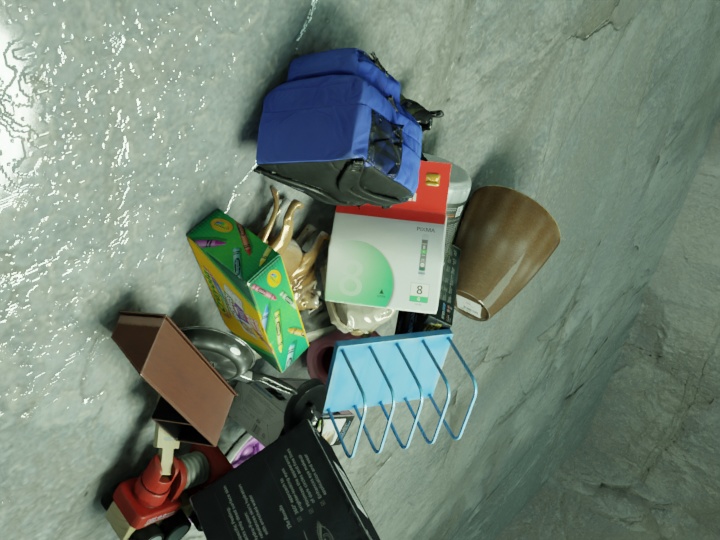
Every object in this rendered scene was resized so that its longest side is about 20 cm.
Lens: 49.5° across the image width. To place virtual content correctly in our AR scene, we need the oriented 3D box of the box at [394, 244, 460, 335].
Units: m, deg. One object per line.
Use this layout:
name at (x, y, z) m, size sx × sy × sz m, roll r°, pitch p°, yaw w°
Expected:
box at (0.111, 0.069, 1.347) m, size 0.202 × 0.045 × 0.160 m, roll -76°, pitch -167°, yaw -48°

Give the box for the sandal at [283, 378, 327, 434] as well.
sandal at (-0.080, 0.244, 1.149) m, size 0.075 × 0.043 × 0.203 m, roll -21°, pitch 133°, yaw -46°

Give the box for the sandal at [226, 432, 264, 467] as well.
sandal at (-0.204, 0.340, 1.278) m, size 0.203 × 0.049 × 0.083 m, roll -46°, pitch 149°, yaw -20°

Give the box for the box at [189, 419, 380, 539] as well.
box at (-0.094, 0.349, 1.047) m, size 0.198 × 0.198 × 0.118 m, roll -32°, pitch 144°, yaw -3°

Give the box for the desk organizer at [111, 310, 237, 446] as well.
desk organizer at (-0.233, 0.138, 0.964) m, size 0.201 × 0.070 × 0.078 m, roll 63°, pitch 36°, yaw -49°

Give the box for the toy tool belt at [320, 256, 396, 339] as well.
toy tool belt at (0.000, 0.000, 1.186) m, size 0.122 × 0.204 × 0.123 m, roll -4°, pitch 163°, yaw -3°

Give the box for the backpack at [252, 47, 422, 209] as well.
backpack at (-0.006, -0.166, 0.968) m, size 0.199 × 0.160 × 0.171 m, roll 25°, pitch 76°, yaw -57°

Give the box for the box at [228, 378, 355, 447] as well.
box at (-0.109, 0.227, 1.248) m, size 0.199 × 0.116 × 0.061 m, roll 17°, pitch 103°, yaw -58°

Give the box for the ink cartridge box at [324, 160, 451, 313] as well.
ink cartridge box at (0.038, -0.051, 1.069) m, size 0.050 × 0.157 × 0.204 m, roll -65°, pitch 161°, yaw -77°

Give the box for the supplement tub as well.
supplement tub at (0.093, -0.073, 1.249) m, size 0.122 × 0.122 × 0.203 m, roll -17°, pitch 132°, yaw -48°

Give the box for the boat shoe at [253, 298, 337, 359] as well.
boat shoe at (-0.117, 0.088, 1.173) m, size 0.198 × 0.058 × 0.067 m, roll -13°, pitch 165°, yaw -47°

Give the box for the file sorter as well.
file sorter at (0.059, 0.189, 1.187) m, size 0.196 × 0.123 × 0.141 m, roll -4°, pitch 128°, yaw -23°

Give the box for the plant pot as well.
plant pot at (0.239, -0.015, 1.423) m, size 0.202 × 0.184 × 0.188 m, roll -57°, pitch 153°, yaw -21°

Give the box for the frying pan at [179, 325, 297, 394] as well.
frying pan at (-0.177, 0.133, 1.043) m, size 0.191 × 0.113 × 0.031 m, roll 54°, pitch 35°, yaw -42°

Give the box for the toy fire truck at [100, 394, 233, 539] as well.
toy fire truck at (-0.251, 0.265, 1.088) m, size 0.175 × 0.129 × 0.202 m, roll -3°, pitch 131°, yaw -55°

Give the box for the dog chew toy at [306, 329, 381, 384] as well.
dog chew toy at (-0.009, 0.148, 1.324) m, size 0.126 × 0.123 × 0.199 m, roll -62°, pitch 159°, yaw 11°

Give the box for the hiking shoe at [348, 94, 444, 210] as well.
hiking shoe at (0.042, -0.149, 1.102) m, size 0.075 × 0.100 × 0.203 m, roll 21°, pitch 92°, yaw -58°

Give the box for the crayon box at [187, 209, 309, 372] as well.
crayon box at (-0.140, 0.030, 1.003) m, size 0.058 × 0.118 × 0.202 m, roll -42°, pitch 147°, yaw -22°

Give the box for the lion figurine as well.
lion figurine at (-0.104, -0.022, 1.063) m, size 0.123 × 0.072 × 0.200 m, roll -54°, pitch 145°, yaw -7°
